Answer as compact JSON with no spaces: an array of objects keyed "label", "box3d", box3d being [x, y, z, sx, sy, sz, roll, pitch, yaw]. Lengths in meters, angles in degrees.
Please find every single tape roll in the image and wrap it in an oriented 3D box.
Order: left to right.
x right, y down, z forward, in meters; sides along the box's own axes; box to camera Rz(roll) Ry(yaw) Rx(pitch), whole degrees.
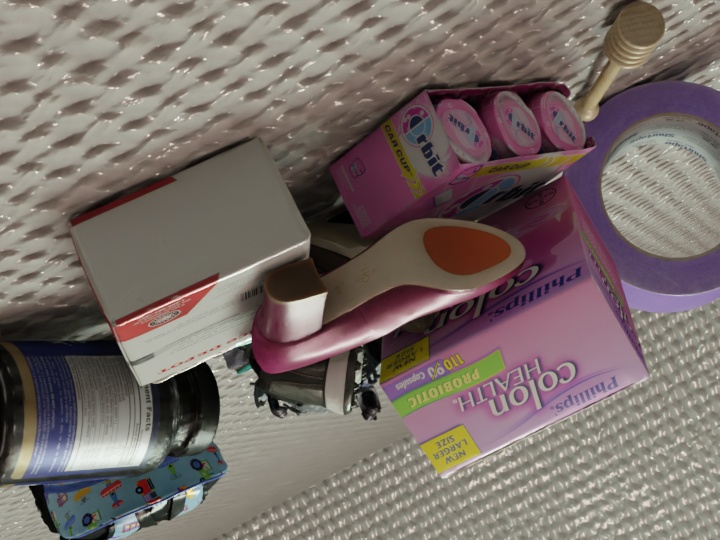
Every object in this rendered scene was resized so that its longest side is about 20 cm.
[{"label":"tape roll","box3d":[0.283,-0.067,1.223,0.199,0.201,0.085,-26,168,-2]}]

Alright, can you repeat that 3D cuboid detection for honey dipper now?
[{"label":"honey dipper","box3d":[0.201,-0.159,1.072,0.038,0.038,0.200,-24,170,-9]}]

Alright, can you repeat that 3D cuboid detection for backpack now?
[{"label":"backpack","box3d":[-0.225,0.185,1.276,0.182,0.135,0.200,-20,179,-19]}]

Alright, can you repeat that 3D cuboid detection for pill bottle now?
[{"label":"pill bottle","box3d":[-0.217,0.111,1.056,0.199,0.112,0.112,2,151,-41]}]

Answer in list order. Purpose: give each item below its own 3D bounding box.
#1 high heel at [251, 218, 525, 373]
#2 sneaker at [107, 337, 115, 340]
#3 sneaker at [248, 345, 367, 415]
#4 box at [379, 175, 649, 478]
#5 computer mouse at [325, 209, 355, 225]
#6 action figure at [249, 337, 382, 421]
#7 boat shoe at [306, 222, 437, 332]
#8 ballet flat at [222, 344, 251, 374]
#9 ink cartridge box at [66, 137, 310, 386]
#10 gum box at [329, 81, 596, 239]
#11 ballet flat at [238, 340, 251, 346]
[{"label":"high heel","box3d":[0.018,0.020,0.940,0.199,0.068,0.096,-8,145,-15]},{"label":"sneaker","box3d":[-0.189,0.109,1.186,0.199,0.109,0.070,-20,166,-26]},{"label":"sneaker","box3d":[-0.039,0.062,1.035,0.090,0.067,0.200,6,-171,3]},{"label":"box","box3d":[0.114,0.038,1.037,0.175,0.097,0.200,-28,-159,15]},{"label":"computer mouse","box3d":[-0.050,-0.012,1.169,0.199,0.034,0.059,-23,146,16]},{"label":"action figure","box3d":[-0.031,0.109,1.244,0.129,0.070,0.200,-3,163,-24]},{"label":"boat shoe","box3d":[0.000,0.000,1.045,0.071,0.060,0.200,-5,-168,-30]},{"label":"ballet flat","box3d":[-0.083,0.052,1.236,0.072,0.072,0.200,-18,178,-32]},{"label":"ink cartridge box","box3d":[-0.118,0.001,0.956,0.146,0.083,0.200,-25,167,-11]},{"label":"gum box","box3d":[0.087,-0.089,1.045,0.199,0.066,0.113,-12,162,-48]},{"label":"ballet flat","box3d":[-0.077,0.020,1.136,0.199,0.068,0.068,-9,127,-12]}]
